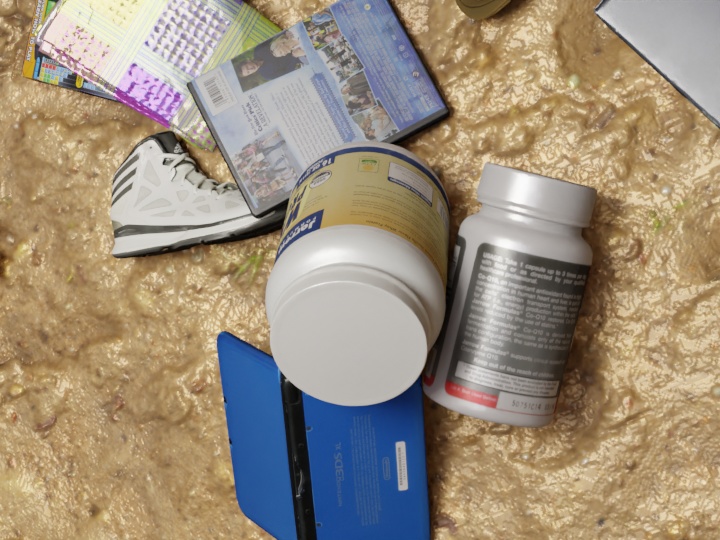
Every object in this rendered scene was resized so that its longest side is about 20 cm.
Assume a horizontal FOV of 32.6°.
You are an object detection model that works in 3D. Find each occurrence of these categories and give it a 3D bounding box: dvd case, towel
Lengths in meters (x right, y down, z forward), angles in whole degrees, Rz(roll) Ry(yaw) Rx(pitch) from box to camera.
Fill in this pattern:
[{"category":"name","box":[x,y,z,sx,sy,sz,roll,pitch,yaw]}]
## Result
[{"category":"dvd case","box":[-0.039,-0.154,1.107,0.200,0.018,0.143,-28,80,1]},{"category":"towel","box":[-0.187,-0.219,1.139,0.200,0.023,0.144,32,95,-4]}]

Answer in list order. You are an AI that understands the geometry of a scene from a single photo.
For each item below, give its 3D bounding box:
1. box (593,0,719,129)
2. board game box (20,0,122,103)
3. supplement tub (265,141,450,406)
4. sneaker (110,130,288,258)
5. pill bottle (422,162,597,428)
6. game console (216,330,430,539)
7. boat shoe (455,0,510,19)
[{"category":"box","box":[0.300,-0.157,0.901,0.200,0.196,0.124,47,107,16]},{"category":"board game box","box":[-0.232,-0.266,1.199,0.165,0.057,0.201,16,97,23]},{"category":"supplement tub","box":[0.000,0.000,1.010,0.144,0.200,0.145,3,125,4]},{"category":"sneaker","box":[-0.158,-0.080,1.160,0.200,0.076,0.116,-8,89,25]},{"category":"pill bottle","box":[0.127,0.019,1.022,0.114,0.114,0.201,16,97,22]},{"category":"game console","box":[-0.034,0.153,1.109,0.170,0.118,0.201,-7,114,-6]},{"category":"boat shoe","box":[0.151,-0.295,1.033,0.073,0.065,0.200,51,127,21]}]
